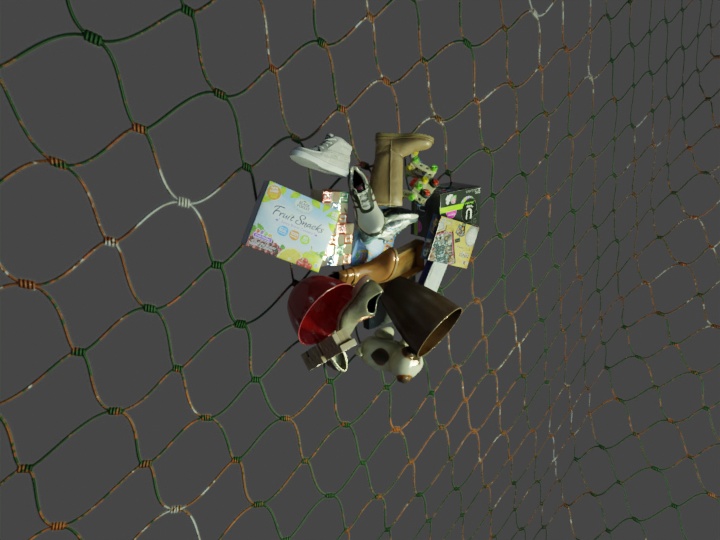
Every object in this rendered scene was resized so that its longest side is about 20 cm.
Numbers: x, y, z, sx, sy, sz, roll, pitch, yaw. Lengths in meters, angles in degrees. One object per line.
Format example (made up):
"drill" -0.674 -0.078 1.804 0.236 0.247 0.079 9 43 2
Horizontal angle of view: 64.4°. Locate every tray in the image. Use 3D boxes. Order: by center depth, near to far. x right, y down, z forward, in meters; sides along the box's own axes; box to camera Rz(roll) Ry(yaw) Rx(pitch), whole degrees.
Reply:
"tray" 0.122 -0.017 1.739 0.200 0.037 0.099 -29 125 -42

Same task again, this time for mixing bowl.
"mixing bowl" -0.121 0.087 1.517 0.200 0.108 0.201 -37 151 -25

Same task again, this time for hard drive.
"hard drive" 0.091 0.093 1.787 0.199 0.033 0.140 -14 112 -39

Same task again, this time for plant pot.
"plant pot" 0.157 0.115 1.652 0.187 0.200 0.187 -40 158 -20

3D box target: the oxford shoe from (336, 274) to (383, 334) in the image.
"oxford shoe" -0.005 0.111 1.524 0.071 0.074 0.201 -16 138 -51

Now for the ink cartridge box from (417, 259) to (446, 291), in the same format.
"ink cartridge box" 0.224 0.011 1.825 0.200 0.040 0.200 -68 160 -3

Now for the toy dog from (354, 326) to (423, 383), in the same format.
"toy dog" 0.102 0.256 1.732 0.193 0.200 0.140 20 89 -44

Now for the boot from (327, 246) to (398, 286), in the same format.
"boot" 0.000 0.000 1.595 0.155 0.200 0.077 4 59 -38

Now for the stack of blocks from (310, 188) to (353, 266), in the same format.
"stack of blocks" -0.080 -0.117 1.546 0.115 0.058 0.201 -6 107 -41

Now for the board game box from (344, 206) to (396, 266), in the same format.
"board game box" 0.038 -0.099 1.676 0.151 0.037 0.201 15 91 -44

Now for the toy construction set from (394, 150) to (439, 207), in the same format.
"toy construction set" 0.154 -0.257 1.668 0.131 0.092 0.200 37 63 2

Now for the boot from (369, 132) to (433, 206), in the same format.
"boot" 0.112 -0.278 1.597 0.066 0.174 0.201 24 69 -79

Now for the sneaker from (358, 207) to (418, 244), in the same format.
"sneaker" 0.078 -0.127 1.636 0.199 0.078 0.087 -14 117 -28

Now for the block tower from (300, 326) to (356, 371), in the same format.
"block tower" -0.089 0.214 1.550 0.054 0.200 0.058 -25 83 -39

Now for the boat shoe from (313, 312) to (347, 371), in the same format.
"boat shoe" -0.086 0.205 1.640 0.071 0.062 0.201 -32 121 -29

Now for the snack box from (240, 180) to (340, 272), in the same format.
"snack box" -0.172 -0.109 1.420 0.199 0.068 0.169 22 89 -26

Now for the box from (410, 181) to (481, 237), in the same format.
"box" 0.269 -0.189 1.799 0.199 0.124 0.149 -17 114 -39

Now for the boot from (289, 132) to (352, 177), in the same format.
"boot" -0.099 -0.309 1.470 0.200 0.073 0.096 11 89 -52

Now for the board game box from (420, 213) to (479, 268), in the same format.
"board game box" 0.271 -0.086 1.726 0.199 0.035 0.136 11 98 -45

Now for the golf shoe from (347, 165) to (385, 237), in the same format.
"golf shoe" 0.006 -0.183 1.527 0.077 0.201 0.088 -22 160 4
